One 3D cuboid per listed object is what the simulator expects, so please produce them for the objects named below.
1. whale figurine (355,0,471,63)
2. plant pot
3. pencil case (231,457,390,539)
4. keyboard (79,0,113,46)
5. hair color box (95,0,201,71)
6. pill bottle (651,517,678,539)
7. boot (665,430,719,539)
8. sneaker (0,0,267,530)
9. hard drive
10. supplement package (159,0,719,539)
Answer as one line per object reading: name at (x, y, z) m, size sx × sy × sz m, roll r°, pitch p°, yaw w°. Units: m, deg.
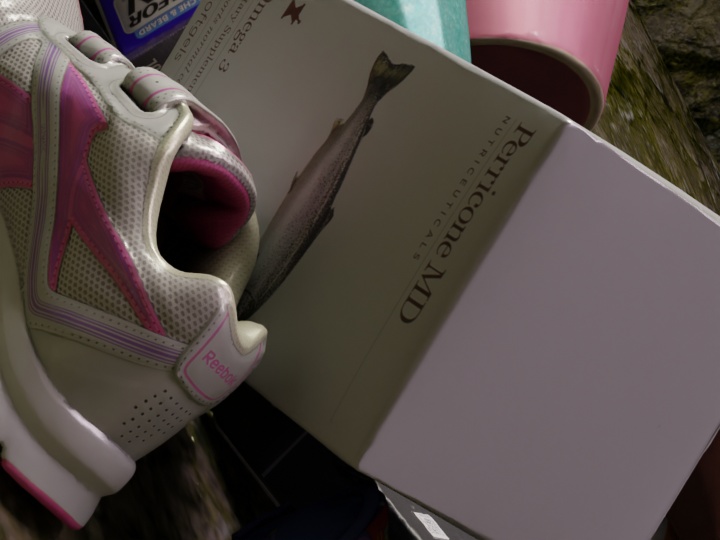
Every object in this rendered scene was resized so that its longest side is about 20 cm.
whale figurine at (0.014, -0.099, 1.282) m, size 0.159 × 0.104 × 0.201 m, roll 21°, pitch 36°, yaw -60°
plant pot at (0.070, -0.165, 1.574) m, size 0.200 × 0.199 × 0.180 m, roll 51°, pitch 33°, yaw -51°
pencil case at (0.011, 0.160, 0.869) m, size 0.201 × 0.078 × 0.087 m, roll 63°, pitch 5°, yaw -13°
keyboard at (-0.084, -0.039, 0.991) m, size 0.200 × 0.040 × 0.104 m, roll 56°, pitch -8°, yaw -35°
hair color box at (-0.068, -0.126, 1.079) m, size 0.109 × 0.065 × 0.201 m, roll 52°, pitch 12°, yaw -49°
pill bottle at (0.113, 0.192, 1.182) m, size 0.201 × 0.112 × 0.112 m, roll 61°, pitch 12°, yaw -21°
boot at (0.138, 0.128, 1.081) m, size 0.189 × 0.068 × 0.201 m, roll 60°, pitch 24°, yaw -49°
sneaker at (-0.074, -0.024, 0.833) m, size 0.081 × 0.088 × 0.201 m, roll 49°, pitch 19°, yaw -54°
hard drive at (0.039, 0.116, 1.010) m, size 0.200 × 0.038 × 0.140 m, roll 49°, pitch 12°, yaw 24°
supplement package at (0.017, -0.004, 0.877) m, size 0.117 × 0.117 × 0.200 m, roll 32°, pitch 1°, yaw -37°
